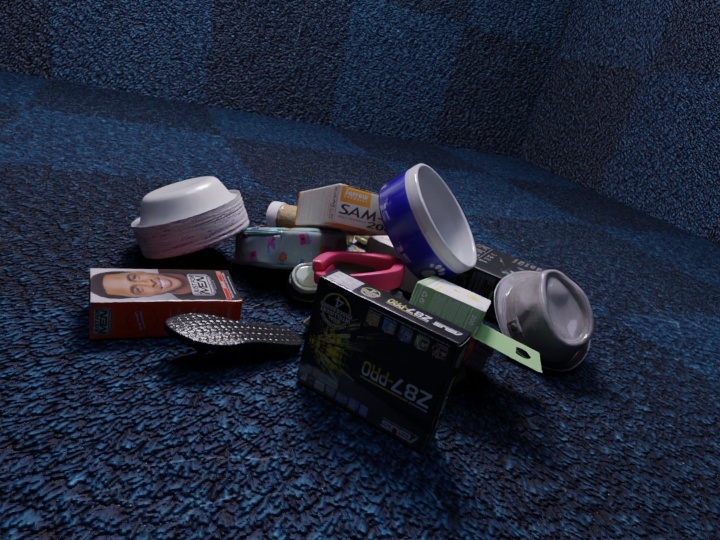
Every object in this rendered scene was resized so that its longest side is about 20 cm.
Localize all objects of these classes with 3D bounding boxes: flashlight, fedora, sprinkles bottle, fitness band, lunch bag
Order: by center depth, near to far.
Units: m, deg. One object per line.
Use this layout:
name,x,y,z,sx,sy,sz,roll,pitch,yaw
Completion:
flashlight,0.110,0.088,0.831,0.200,0.068,0.068,28,48,-1
fitness band,0.000,0.000,0.859,0.143,0.037,0.200,6,11,7
fedora,0.333,0.070,0.915,0.177,0.090,0.200,0,63,-12
lunch bag,-0.138,-0.045,1.003,0.200,0.077,0.160,1,5,-32
sprinkles bottle,-0.112,-0.108,1.190,0.200,0.068,0.068,12,21,15

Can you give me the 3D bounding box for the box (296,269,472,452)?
box,0.022,0.110,0.668,0.200,0.161,0.049,25,26,23

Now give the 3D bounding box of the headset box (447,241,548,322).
headset box,0.290,0.029,1.101,0.200,0.093,0.174,24,24,22

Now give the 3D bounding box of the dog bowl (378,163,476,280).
dog bowl,0.119,-0.079,0.913,0.200,0.079,0.200,42,33,-36

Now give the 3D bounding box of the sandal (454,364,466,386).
sandal,0.063,0.128,0.787,0.200,0.054,0.080,15,23,3

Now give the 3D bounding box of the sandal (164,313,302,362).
sandal,-0.174,0.103,0.733,0.200,0.048,0.075,14,18,-36

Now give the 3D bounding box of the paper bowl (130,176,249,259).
paper bowl,-0.313,-0.104,0.957,0.200,0.104,0.201,-12,21,5

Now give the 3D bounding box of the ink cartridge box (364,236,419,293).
ink cartridge box,0.112,-0.036,1.100,0.146,0.086,0.200,23,29,18

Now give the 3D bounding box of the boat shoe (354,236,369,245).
boat shoe,0.069,-0.094,1.242,0.200,0.063,0.073,-10,34,-44

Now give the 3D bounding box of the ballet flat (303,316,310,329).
ballet flat,0.002,0.068,0.797,0.200,0.072,0.072,7,17,28

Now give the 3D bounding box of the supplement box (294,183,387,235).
supplement box,-0.033,-0.111,1.018,0.126,0.074,0.200,10,-2,-27

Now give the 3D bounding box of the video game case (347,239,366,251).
video game case,0.056,-0.022,1.180,0.200,0.023,0.182,19,23,10

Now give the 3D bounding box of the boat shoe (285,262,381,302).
boat shoe,-0.037,0.023,0.960,0.201,0.061,0.072,3,63,-26

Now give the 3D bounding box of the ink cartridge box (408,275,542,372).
ink cartridge box,0.179,0.071,0.776,0.200,0.048,0.146,24,10,15

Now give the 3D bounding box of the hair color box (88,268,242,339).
hair color box,-0.286,0.046,0.770,0.200,0.061,0.102,0,27,-28
